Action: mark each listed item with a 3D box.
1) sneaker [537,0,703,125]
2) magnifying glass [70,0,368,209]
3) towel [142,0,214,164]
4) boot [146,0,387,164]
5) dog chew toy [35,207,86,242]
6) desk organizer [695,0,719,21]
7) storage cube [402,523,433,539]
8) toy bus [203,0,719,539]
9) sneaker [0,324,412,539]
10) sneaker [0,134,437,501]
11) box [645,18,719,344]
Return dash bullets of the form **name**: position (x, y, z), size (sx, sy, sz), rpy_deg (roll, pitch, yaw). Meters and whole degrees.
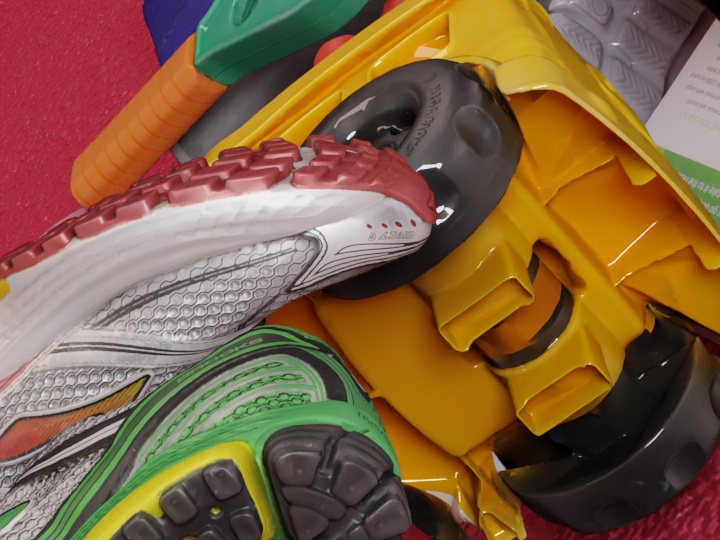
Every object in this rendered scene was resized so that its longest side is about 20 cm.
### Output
- **sneaker**: position (0.052, -0.051, 1.014), size (0.112, 0.078, 0.200), rpy_deg (-25, 29, 53)
- **magnifying glass**: position (-0.039, -0.084, 0.970), size (0.200, 0.022, 0.080), rpy_deg (-45, 31, 39)
- **towel**: position (-0.033, -0.121, 1.264), size (0.148, 0.049, 0.200), rpy_deg (-53, 25, 21)
- **boot**: position (0.005, -0.109, 1.004), size (0.200, 0.073, 0.182), rpy_deg (-39, 5, 9)
- **dog chew toy**: position (-0.043, 0.032, 1.019), size (0.200, 0.124, 0.125), rpy_deg (-2, 57, 50)
- **desk organizer**: position (0.162, -0.081, 0.784), size (0.077, 0.072, 0.200), rpy_deg (-56, 43, 2)
- **storage cube**: position (-0.028, 0.178, 0.752), size (0.200, 0.171, 0.180), rpy_deg (-41, 29, 26)
- **toy bus**: position (0.000, 0.000, 0.860), size (0.200, 0.136, 0.192), rpy_deg (-37, 31, 13)
- **sneaker**: position (-0.070, 0.089, 0.672), size (0.200, 0.078, 0.085), rpy_deg (-34, 24, 14)
- **sneaker**: position (-0.065, 0.028, 0.737), size (0.200, 0.082, 0.078), rpy_deg (-29, 4, 17)
- **box**: position (0.157, -0.064, 0.881), size (0.200, 0.036, 0.144), rpy_deg (-55, 26, -1)
